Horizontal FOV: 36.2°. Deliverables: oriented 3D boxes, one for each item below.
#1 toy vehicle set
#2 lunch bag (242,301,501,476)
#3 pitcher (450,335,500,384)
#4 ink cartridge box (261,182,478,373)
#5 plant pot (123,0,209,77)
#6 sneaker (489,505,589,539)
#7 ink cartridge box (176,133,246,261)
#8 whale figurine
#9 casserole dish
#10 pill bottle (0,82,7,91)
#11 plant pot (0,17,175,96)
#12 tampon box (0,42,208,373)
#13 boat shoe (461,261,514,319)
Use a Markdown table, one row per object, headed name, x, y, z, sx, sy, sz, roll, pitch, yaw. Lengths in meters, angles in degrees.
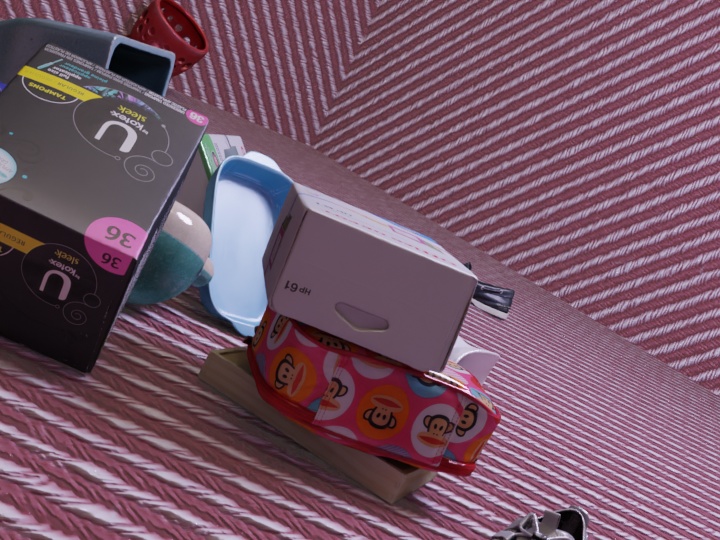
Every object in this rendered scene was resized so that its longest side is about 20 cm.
| name | x | y | z | sx | sy | sz | roll | pitch | yaw |
| --- | --- | --- | --- | --- | --- | --- | --- | --- | --- |
| toy vehicle set | -0.030 | 0.125 | 0.949 | 0.199 | 0.027 | 0.124 | 30 | 10 | 19 |
| lunch bag | 0.005 | 0.086 | 0.920 | 0.199 | 0.082 | 0.176 | 23 | 9 | -19 |
| pitcher | 0.031 | 0.069 | 1.213 | 0.200 | 0.122 | 0.171 | 43 | 30 | 23 |
| ink cartridge box | 0.000 | 0.000 | 0.900 | 0.144 | 0.085 | 0.200 | 21 | 8 | -10 |
| plant pot | -0.548 | -0.626 | 3.051 | 0.200 | 0.182 | 0.201 | 42 | 26 | -26 |
| sneaker | 0.106 | 0.198 | 0.750 | 0.074 | 0.082 | 0.200 | 30 | 10 | 21 |
| ink cartridge box | -0.174 | -0.078 | 1.270 | 0.083 | 0.147 | 0.200 | -18 | 4 | 9 |
| whale figurine | -0.220 | -0.017 | 1.061 | 0.158 | 0.104 | 0.200 | 30 | -16 | -12 |
| casserole dish | -0.119 | -0.025 | 1.156 | 0.039 | 0.202 | 0.121 | -13 | -23 | 43 |
| pill bottle | -0.411 | -0.141 | 1.063 | 0.119 | 0.120 | 0.199 | 34 | 12 | 40 |
| plant pot | -0.383 | -0.221 | 1.402 | 0.199 | 0.198 | 0.196 | 20 | 8 | 10 |
| tampon box | -0.226 | -0.053 | 0.846 | 0.149 | 0.127 | 0.201 | 24 | 36 | -9 |
| boat shoe | 0.201 | 0.018 | 2.083 | 0.199 | 0.066 | 0.074 | 29 | 10 | 15 |
